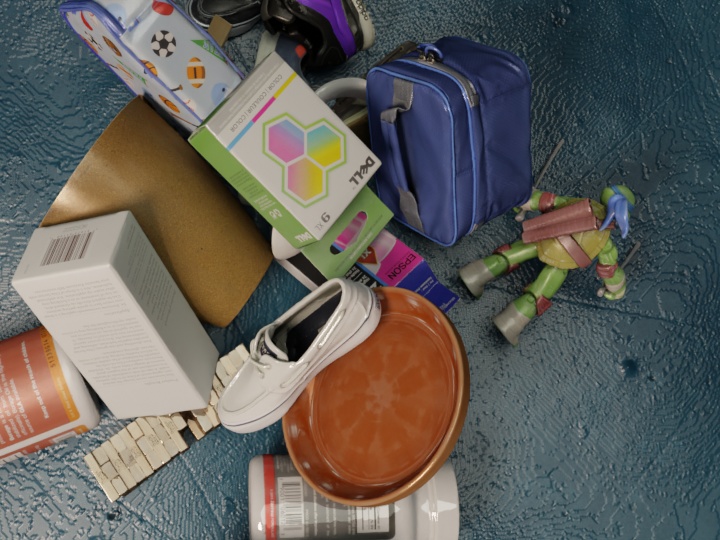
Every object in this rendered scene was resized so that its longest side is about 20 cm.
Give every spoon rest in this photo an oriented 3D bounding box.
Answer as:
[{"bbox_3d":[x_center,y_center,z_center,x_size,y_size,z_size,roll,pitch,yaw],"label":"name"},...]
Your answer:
[{"bbox_3d":[-0.051,-0.106,0.998,0.060,0.099,0.202,20,78,11],"label":"spoon rest"}]

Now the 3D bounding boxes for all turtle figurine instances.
[{"bbox_3d":[0.212,-0.016,1.067,0.193,0.200,0.144,-38,108,6],"label":"turtle figurine"}]

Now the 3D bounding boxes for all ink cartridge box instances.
[{"bbox_3d":[-0.051,-0.092,0.918,0.200,0.059,0.104,45,66,-14],"label":"ink cartridge box"},{"bbox_3d":[0.000,0.000,1.008,0.095,0.037,0.200,-43,58,-14],"label":"ink cartridge box"}]

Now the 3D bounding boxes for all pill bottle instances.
[{"bbox_3d":[-0.359,0.132,0.937,0.198,0.112,0.113,-20,81,-12],"label":"pill bottle"},{"bbox_3d":[-0.009,0.236,0.960,0.197,0.116,0.117,0,78,-8],"label":"pill bottle"}]

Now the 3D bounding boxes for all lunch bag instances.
[{"bbox_3d":[0.084,-0.136,0.994,0.132,0.202,0.135,-30,38,-29],"label":"lunch bag"},{"bbox_3d":[-0.197,-0.203,0.964,0.076,0.160,0.200,-50,122,-14],"label":"lunch bag"}]

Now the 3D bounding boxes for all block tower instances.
[{"bbox_3d":[-0.178,0.150,0.988,0.199,0.058,0.054,-35,84,-15],"label":"block tower"}]

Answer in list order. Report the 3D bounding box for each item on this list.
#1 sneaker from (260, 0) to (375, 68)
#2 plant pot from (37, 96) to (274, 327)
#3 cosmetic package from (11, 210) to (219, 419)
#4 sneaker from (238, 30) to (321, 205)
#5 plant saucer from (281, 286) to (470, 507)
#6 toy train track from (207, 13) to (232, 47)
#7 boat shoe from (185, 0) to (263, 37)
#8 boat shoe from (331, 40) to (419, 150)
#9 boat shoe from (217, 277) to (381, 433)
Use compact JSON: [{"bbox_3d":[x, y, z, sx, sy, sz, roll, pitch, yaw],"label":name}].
[{"bbox_3d":[-0.071,-0.301,1.027,0.099,0.069,0.201,-37,100,-23],"label":"sneaker"},{"bbox_3d":[-0.190,-0.039,0.976,0.199,0.186,0.187,34,75,-10],"label":"plant pot"},{"bbox_3d":[-0.218,0.046,0.904,0.100,0.201,0.072,-9,43,15],"label":"cosmetic package"},{"bbox_3d":[-0.081,-0.163,1.058,0.083,0.075,0.202,10,76,-1],"label":"sneaker"},{"bbox_3d":[0.014,0.115,0.901,0.199,0.032,0.203,-15,64,32],"label":"plant saucer"},{"bbox_3d":[-0.204,-0.246,1.080,0.199,0.033,0.115,35,107,8],"label":"toy train track"},{"bbox_3d":[-0.106,-0.326,1.094,0.199,0.068,0.072,-27,82,-13],"label":"boat shoe"},{"bbox_3d":[0.004,-0.173,1.081,0.199,0.073,0.065,-38,57,-5],"label":"boat shoe"},{"bbox_3d":[-0.072,0.075,0.918,0.200,0.065,0.074,-44,51,13],"label":"boat shoe"}]
